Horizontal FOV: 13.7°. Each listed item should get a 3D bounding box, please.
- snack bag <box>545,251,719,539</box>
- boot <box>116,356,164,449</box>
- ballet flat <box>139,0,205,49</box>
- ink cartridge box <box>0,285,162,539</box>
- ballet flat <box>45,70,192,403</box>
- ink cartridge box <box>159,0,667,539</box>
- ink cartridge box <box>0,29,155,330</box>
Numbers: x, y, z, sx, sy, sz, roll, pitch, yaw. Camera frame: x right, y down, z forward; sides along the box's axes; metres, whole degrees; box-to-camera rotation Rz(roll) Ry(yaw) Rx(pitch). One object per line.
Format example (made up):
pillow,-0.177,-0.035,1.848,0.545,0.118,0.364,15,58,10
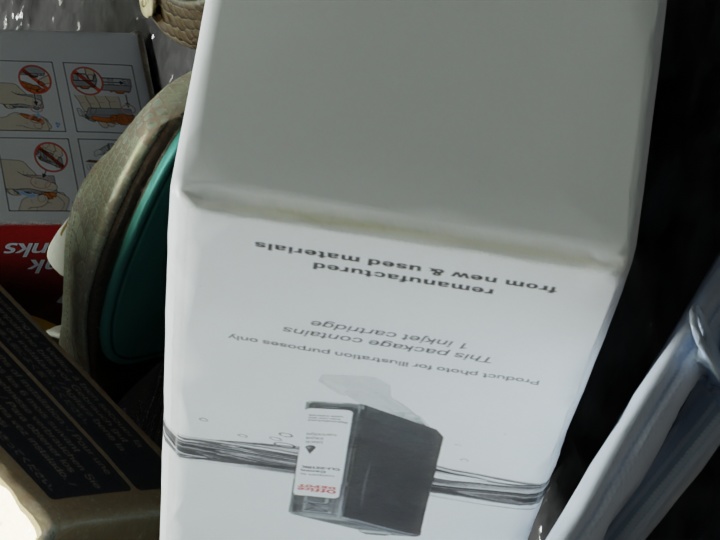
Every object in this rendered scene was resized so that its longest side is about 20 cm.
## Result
snack bag,0.040,0.068,0.600,0.200,0.021,0.189,-52,-8,-47
boot,-0.017,0.055,0.830,0.175,0.069,0.201,-60,44,35
ballet flat,-0.032,-0.111,0.878,0.200,0.046,0.068,161,108,-65
ink cartridge box,-0.157,0.094,0.860,0.165,0.075,0.201,44,115,28
ballet flat,-0.078,0.019,0.949,0.062,0.067,0.201,32,122,34
ink cartridge box,0.010,-0.030,0.619,0.200,0.083,0.145,102,177,-66
ink cartridge box,-0.185,-0.004,1.037,0.176,0.199,0.084,125,138,-52
